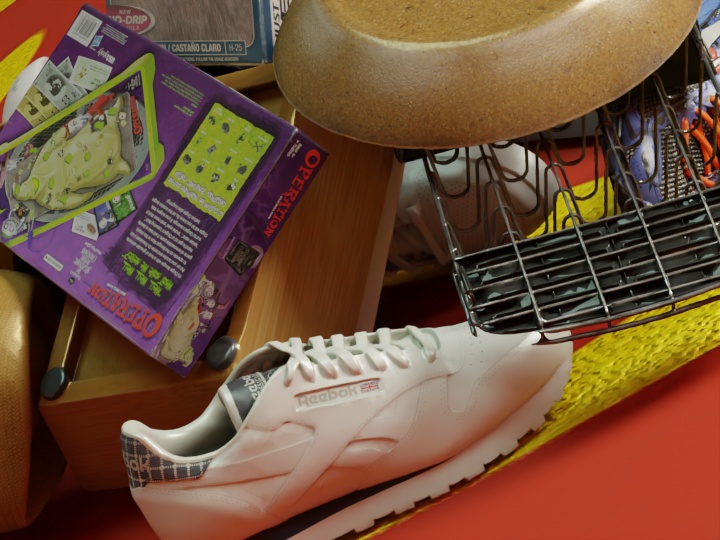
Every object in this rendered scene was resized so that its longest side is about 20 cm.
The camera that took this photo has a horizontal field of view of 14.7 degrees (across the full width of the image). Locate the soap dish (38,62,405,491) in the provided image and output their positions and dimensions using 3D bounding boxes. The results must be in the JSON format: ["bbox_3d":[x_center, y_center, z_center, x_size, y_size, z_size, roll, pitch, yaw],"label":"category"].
[{"bbox_3d":[-0.064,-0.003,1.308,0.157,0.081,0.201,-10,57,40],"label":"soap dish"}]

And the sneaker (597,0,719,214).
[{"bbox_3d":[0.172,-0.083,1.324,0.078,0.076,0.200,-2,36,34],"label":"sneaker"}]

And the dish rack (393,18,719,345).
[{"bbox_3d":[0.098,-0.040,1.211,0.152,0.055,0.201,-16,44,1],"label":"dish rack"}]

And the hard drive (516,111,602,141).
[{"bbox_3d":[0.138,-0.120,1.519,0.135,0.042,0.200,-39,21,-28],"label":"hard drive"}]

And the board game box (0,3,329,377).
[{"bbox_3d":[-0.106,-0.041,1.290,0.120,0.032,0.200,-53,40,-3],"label":"board game box"}]

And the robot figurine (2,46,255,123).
[{"bbox_3d":[-0.124,-0.100,1.734,0.199,0.125,0.150,-25,-17,10],"label":"robot figurine"}]

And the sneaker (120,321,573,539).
[{"bbox_3d":[-0.003,0.059,1.187,0.199,0.081,0.076,-28,16,-7],"label":"sneaker"}]

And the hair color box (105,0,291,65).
[{"bbox_3d":[-0.033,-0.145,1.443,0.099,0.061,0.200,2,11,34],"label":"hair color box"}]

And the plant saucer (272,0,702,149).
[{"bbox_3d":[0.053,-0.128,1.255,0.199,0.036,0.201,-10,37,8],"label":"plant saucer"}]

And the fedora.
[{"bbox_3d":[-0.185,0.062,1.325,0.081,0.202,0.201,0,25,10],"label":"fedora"}]

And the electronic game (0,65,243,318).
[{"bbox_3d":[-0.118,-0.030,1.464,0.199,0.200,0.042,-30,56,-4],"label":"electronic game"}]

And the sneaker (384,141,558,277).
[{"bbox_3d":[0.000,0.000,1.382,0.199,0.074,0.116,-9,40,38],"label":"sneaker"}]

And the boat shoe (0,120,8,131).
[{"bbox_3d":[-0.238,-0.027,1.681,0.064,0.072,0.200,4,-42,-45],"label":"boat shoe"}]
